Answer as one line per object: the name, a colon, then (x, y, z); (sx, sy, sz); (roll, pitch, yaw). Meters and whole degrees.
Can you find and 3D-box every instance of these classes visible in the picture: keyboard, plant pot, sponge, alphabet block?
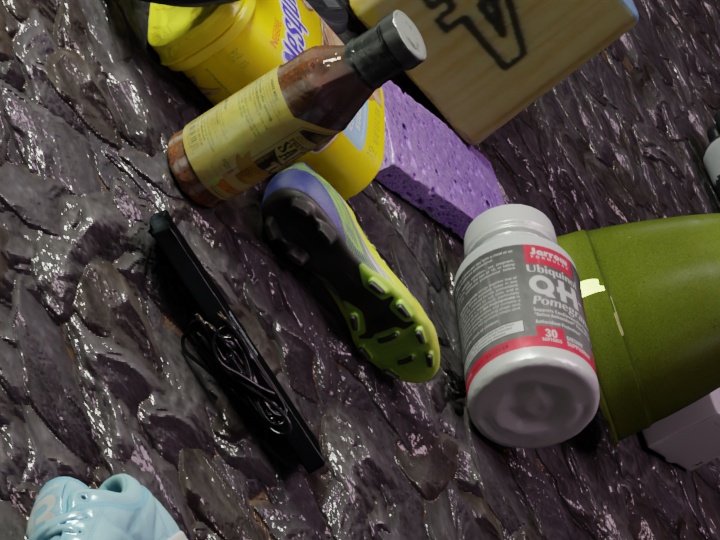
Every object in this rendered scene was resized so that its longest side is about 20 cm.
keyboard: (-0.093, 0.054, 1.442); (0.201, 0.039, 0.104); (56, 0, -6)
plant pot: (0.287, 0.033, 1.946); (0.200, 0.191, 0.202); (-20, 90, -86)
sponge: (0.067, -0.092, 1.928); (0.200, 0.030, 0.112); (34, 33, -46)
alphabet block: (0.113, -0.277, 1.994); (0.196, 0.199, 0.196); (46, 18, -27)

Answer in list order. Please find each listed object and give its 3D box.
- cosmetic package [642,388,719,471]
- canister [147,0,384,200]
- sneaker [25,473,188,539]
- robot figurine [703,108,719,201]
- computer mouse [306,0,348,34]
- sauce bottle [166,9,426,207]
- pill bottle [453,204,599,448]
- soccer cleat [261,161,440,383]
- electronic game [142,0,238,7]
cosmetic package: (0.309, 0.086, 2.143); (0.107, 0.084, 0.201); (28, 37, -55)
canister: (-0.068, -0.159, 1.662); (0.200, 0.086, 0.149); (46, 27, -32)
sneaker: (-0.158, 0.155, 1.136); (0.082, 0.074, 0.200); (53, 14, 6)
robot figurine: (0.519, -0.119, 2.761); (0.150, 0.124, 0.201); (21, 44, -56)
computer mouse: (-0.073, -0.270, 1.838); (0.200, 0.046, 0.140); (52, 26, 10)
sauce bottle: (-0.044, -0.115, 1.510); (0.066, 0.199, 0.066); (43, 30, -33)
pill bottle: (0.135, 0.042, 1.806); (0.111, 0.110, 0.201); (42, 29, -36)
soccer cleat: (0.000, -0.001, 1.636); (0.200, 0.064, 0.084); (50, 28, -19)
electronic game: (-0.101, -0.257, 1.582); (0.201, 0.198, 0.042); (-89, 167, -51)
